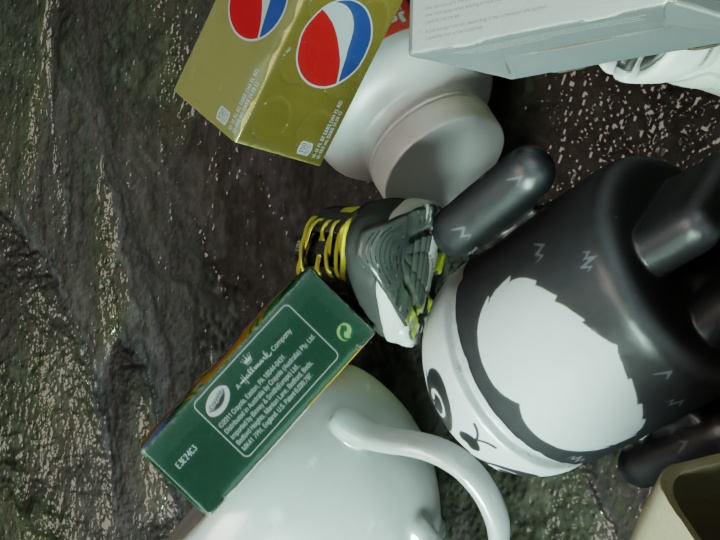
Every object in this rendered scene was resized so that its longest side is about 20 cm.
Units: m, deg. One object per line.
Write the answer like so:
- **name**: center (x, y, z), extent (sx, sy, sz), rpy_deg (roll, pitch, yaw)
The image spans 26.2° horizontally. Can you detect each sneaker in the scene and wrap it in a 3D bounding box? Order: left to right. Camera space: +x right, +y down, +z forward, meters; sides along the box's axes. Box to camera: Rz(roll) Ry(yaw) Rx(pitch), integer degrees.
- **sneaker**: center (0.000, 0.000, 0.843), extent (0.083, 0.200, 0.076), rpy_deg (11, 84, 7)
- **sneaker**: center (0.139, -0.137, 0.785), extent (0.076, 0.080, 0.201), rpy_deg (-63, 28, 21)

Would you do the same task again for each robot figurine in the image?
- **robot figurine**: center (0.117, 0.024, 0.761), extent (0.199, 0.124, 0.152), rpy_deg (-35, 59, 41)

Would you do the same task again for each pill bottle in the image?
- **pill bottle**: center (0.004, -0.132, 0.903), extent (0.113, 0.112, 0.201), rpy_deg (-53, 53, 33)

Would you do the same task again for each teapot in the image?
- **teapot**: center (-0.017, 0.161, 0.894), extent (0.146, 0.200, 0.198), rpy_deg (43, 90, -1)

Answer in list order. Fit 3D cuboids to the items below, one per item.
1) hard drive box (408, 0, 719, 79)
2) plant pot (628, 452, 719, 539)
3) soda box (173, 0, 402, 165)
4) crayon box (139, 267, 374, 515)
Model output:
- **hard drive box**: center (0.100, -0.198, 0.682), extent (0.155, 0.076, 0.203), rpy_deg (-1, 86, 49)
- **plant pot**: center (0.200, 0.195, 0.624), extent (0.201, 0.198, 0.178), rpy_deg (58, 139, 31)
- **soda box**: center (-0.017, -0.162, 0.806), extent (0.064, 0.067, 0.202), rpy_deg (39, 108, 39)
- **crayon box**: center (-0.064, 0.069, 0.863), extent (0.052, 0.126, 0.200), rpy_deg (43, 170, -1)
